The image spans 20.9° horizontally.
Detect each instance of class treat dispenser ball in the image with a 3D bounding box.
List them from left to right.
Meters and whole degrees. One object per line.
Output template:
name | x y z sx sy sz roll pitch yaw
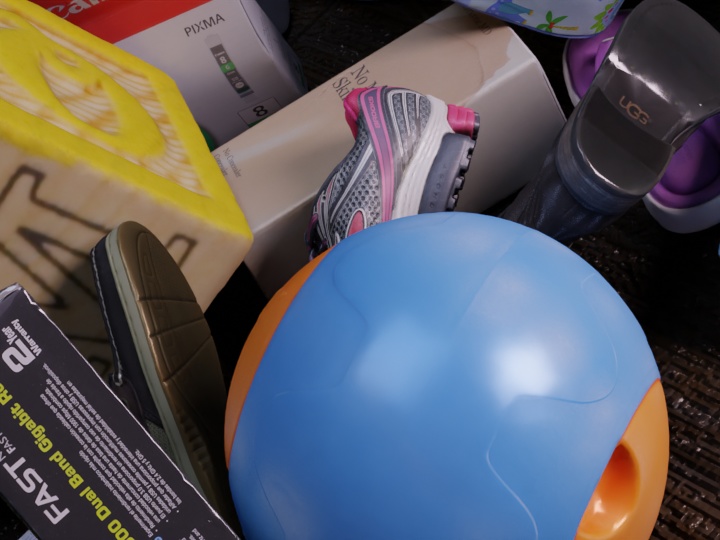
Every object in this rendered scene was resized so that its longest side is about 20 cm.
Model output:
treat dispenser ball | 0.038 0.075 0.872 0.199 0.201 0.202 -17 42 16

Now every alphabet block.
alphabet block | -0.209 -0.025 1.084 0.200 0.196 0.196 -52 38 18

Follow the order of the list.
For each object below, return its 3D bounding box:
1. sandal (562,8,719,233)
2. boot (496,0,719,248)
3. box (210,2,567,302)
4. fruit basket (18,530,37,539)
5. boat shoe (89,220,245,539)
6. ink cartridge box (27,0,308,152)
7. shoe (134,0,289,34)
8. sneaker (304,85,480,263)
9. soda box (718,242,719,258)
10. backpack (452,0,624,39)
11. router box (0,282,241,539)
sandal | 0.166 -0.100 1.086 0.082 0.050 0.203 -28 40 3
boot | 0.104 -0.044 1.011 0.200 0.069 0.174 -45 -3 -45
box | 0.014 -0.064 1.123 0.199 0.078 0.095 -32 40 -1
fruit basket | -0.184 0.225 0.968 0.185 0.094 0.200 -45 26 -16
boat shoe | -0.102 0.078 0.987 0.066 0.202 0.072 -22 0 21
ink cartridge box | -0.136 -0.125 1.185 0.160 0.200 0.050 -22 63 11
shoe | -0.132 -0.177 1.261 0.090 0.200 0.072 -13 81 27
sneaker | 0.000 0.000 1.031 0.074 0.081 0.201 18 75 3
soda box | 0.233 -0.063 0.993 0.064 0.068 0.201 -6 46 27
backpack | 0.095 -0.247 1.109 0.147 0.182 0.201 -52 35 46
router box | -0.105 0.103 0.828 0.062 0.200 0.150 -41 2 -11
